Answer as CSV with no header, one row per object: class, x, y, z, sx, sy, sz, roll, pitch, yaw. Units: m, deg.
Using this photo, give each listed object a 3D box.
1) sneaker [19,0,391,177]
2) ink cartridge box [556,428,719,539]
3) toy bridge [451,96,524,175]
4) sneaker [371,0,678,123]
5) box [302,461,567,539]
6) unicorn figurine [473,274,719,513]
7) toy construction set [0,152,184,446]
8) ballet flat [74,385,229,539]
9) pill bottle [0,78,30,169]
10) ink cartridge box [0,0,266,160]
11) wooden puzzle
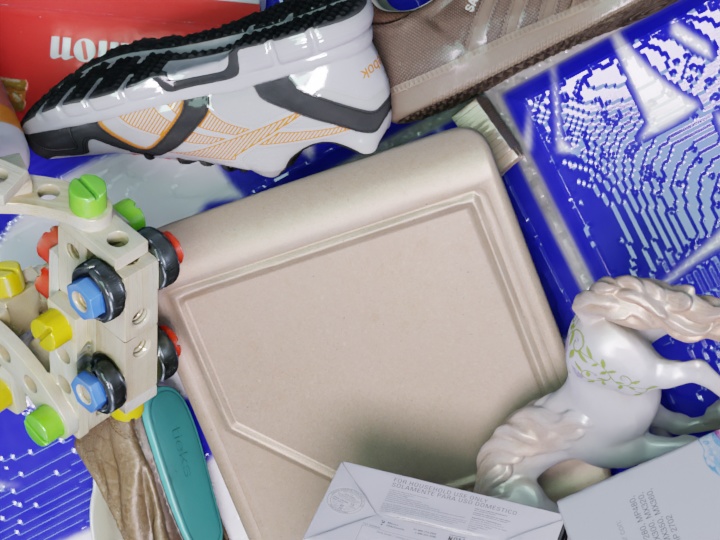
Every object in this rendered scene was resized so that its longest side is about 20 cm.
sneaker,-0.075,-0.074,1.463,0.199,0.074,0.080,-10,115,27
ink cartridge box,0.206,0.122,1.376,0.199,0.146,0.083,-24,61,9
toy bridge,0.000,0.000,1.491,0.200,0.027,0.067,-37,85,11
sneaker,0.087,-0.142,1.445,0.199,0.070,0.076,-25,86,12
box,0.029,0.196,1.427,0.116,0.060,0.201,12,126,12
unicorn figurine,0.123,0.066,1.402,0.136,0.074,0.201,3,128,1
toy construction set,-0.149,0.004,1.433,0.092,0.200,0.131,-41,58,-19
ballet flat,-0.093,0.157,1.504,0.072,0.068,0.201,-24,86,32
pill bottle,-0.248,-0.118,1.489,0.112,0.112,0.201,-29,72,12
ink cartridge box,-0.125,-0.160,1.504,0.160,0.050,0.201,6,91,12
wooden puzzle,0.008,0.047,1.470,0.184,0.037,0.201,-18,104,12
